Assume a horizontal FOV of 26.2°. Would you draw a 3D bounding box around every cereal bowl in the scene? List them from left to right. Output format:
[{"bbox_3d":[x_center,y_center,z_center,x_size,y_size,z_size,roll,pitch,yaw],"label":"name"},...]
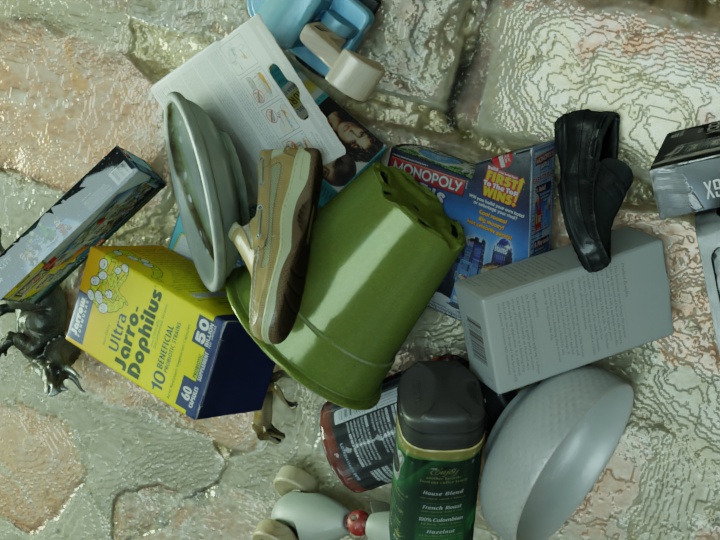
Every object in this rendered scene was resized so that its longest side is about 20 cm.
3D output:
[{"bbox_3d":[0.183,0.175,1.544,0.083,0.200,0.201,33,107,26],"label":"cereal bowl"}]

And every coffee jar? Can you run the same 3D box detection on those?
[{"bbox_3d":[0.074,0.191,1.518,0.085,0.105,0.201,0,124,-4],"label":"coffee jar"}]

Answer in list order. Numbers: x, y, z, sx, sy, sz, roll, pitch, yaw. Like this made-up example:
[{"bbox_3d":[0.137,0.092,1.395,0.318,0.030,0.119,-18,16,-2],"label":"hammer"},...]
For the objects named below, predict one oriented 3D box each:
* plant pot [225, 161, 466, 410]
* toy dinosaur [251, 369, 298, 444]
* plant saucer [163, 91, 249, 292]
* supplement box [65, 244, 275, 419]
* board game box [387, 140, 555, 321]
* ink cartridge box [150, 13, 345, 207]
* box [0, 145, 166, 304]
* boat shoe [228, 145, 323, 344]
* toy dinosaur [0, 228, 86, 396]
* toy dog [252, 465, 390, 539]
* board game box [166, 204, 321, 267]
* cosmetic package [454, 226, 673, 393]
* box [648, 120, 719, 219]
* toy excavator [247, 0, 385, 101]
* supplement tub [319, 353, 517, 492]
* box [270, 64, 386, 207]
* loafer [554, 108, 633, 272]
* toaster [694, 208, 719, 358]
[{"bbox_3d":[0.000,0.000,1.535,0.200,0.200,0.190,43,109,7],"label":"plant pot"},{"bbox_3d":[-0.120,0.091,1.645,0.101,0.058,0.201,-26,90,20],"label":"toy dinosaur"},{"bbox_3d":[-0.147,-0.082,1.533,0.050,0.200,0.202,-14,95,-14],"label":"plant saucer"},{"bbox_3d":[-0.191,0.060,1.606,0.199,0.109,0.110,27,106,32],"label":"supplement box"},{"bbox_3d":[0.118,-0.053,1.582,0.199,0.062,0.201,24,113,24],"label":"board game box"},{"bbox_3d":[-0.104,-0.159,1.548,0.199,0.050,0.162,-25,102,46],"label":"ink cartridge box"},{"bbox_3d":[-0.306,-0.046,1.664,0.200,0.137,0.038,-43,85,1],"label":"box"},{"bbox_3d":[-0.087,-0.025,1.451,0.075,0.072,0.201,6,60,8],"label":"boat shoe"},{"bbox_3d":[-0.373,0.050,1.771,0.101,0.077,0.202,-11,84,1],"label":"toy dinosaur"},{"bbox_3d":[-0.022,0.287,1.670,0.199,0.097,0.132,28,66,41],"label":"toy dog"},{"bbox_3d":[-0.130,-0.021,1.686,0.150,0.047,0.201,23,105,12],"label":"board game box"},{"bbox_3d":[0.200,0.036,1.516,0.199,0.071,0.102,-17,109,-16],"label":"cosmetic package"},{"bbox_3d":[0.357,-0.106,1.439,0.156,0.200,0.050,-12,101,19],"label":"box"},{"bbox_3d":[-0.044,-0.239,1.545,0.194,0.200,0.100,39,108,9],"label":"toy excavator"},{"bbox_3d":[0.064,0.154,1.621,0.199,0.107,0.108,-22,91,18],"label":"supplement tub"},{"bbox_3d":[-0.075,-0.158,1.625,0.200,0.049,0.082,41,64,8],"label":"box"},{"bbox_3d":[0.229,-0.084,1.499,0.070,0.202,0.068,-13,135,17],"label":"loafer"},{"bbox_3d":[0.420,0.011,1.480,0.179,0.119,0.202,-10,96,19],"label":"toaster"}]
